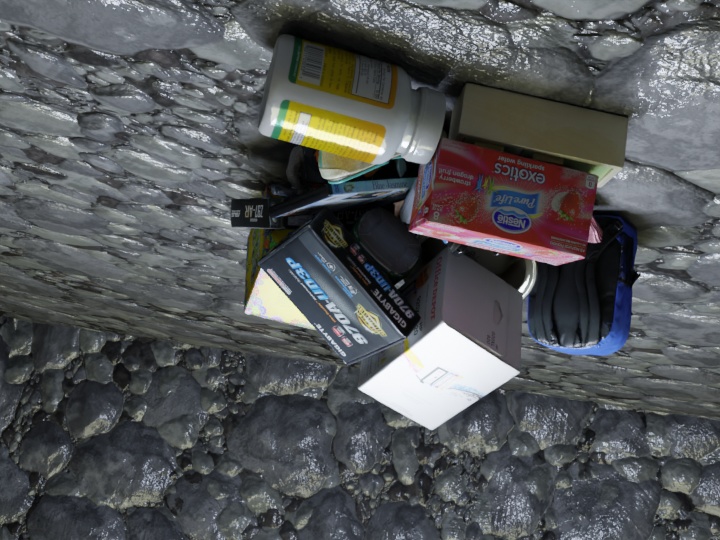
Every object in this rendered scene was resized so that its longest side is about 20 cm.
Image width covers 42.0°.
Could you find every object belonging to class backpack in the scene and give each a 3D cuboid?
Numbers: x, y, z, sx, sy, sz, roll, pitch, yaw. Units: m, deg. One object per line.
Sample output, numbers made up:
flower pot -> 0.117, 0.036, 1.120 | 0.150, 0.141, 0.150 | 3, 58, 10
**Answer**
backpack -> 0.353, 0.031, 1.452 | 0.160, 0.204, 0.167 | -1, 166, 37

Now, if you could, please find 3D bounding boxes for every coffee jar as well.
coffee jar -> 0.000, 0.000, 1.339 | 0.104, 0.085, 0.200 | 42, 145, 0

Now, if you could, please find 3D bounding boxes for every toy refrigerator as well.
toy refrigerator -> 0.206, -0.155, 1.106 | 0.196, 0.071, 0.076 | 12, 166, -5

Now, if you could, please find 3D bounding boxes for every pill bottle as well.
pill bottle -> -0.009, -0.185, 1.053 | 0.196, 0.115, 0.113 | 13, 166, -11

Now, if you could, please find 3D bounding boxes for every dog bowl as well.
dog bowl -> 0.158, -0.025, 1.358 | 0.196, 0.075, 0.202 | 6, 137, 5

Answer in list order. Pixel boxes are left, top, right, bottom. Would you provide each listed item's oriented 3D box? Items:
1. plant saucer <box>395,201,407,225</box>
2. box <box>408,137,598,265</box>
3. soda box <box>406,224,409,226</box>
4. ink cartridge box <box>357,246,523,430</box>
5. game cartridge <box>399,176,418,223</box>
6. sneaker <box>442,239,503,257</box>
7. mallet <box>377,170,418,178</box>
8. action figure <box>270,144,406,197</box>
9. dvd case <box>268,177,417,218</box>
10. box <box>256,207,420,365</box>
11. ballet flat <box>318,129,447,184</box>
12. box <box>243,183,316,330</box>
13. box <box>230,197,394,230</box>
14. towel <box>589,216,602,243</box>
plant saucer -> 0.103, -0.096, 1.478 | 0.196, 0.037, 0.201 | 9, 165, 2
box -> 0.166, -0.078, 1.098 | 0.196, 0.102, 0.095 | 13, 174, -10
soda box -> 0.090, -0.033, 1.525 | 0.067, 0.065, 0.199 | 19, 163, -29
ink cartridge box -> 0.114, 0.098, 1.332 | 0.143, 0.149, 0.200 | 31, 133, -20
game cartridge -> 0.153, -0.114, 1.219 | 0.196, 0.042, 0.133 | -16, 172, -11
sneaker -> 0.190, -0.065, 1.207 | 0.196, 0.084, 0.071 | -16, 169, -18
mallet -> 0.022, -0.132, 1.405 | 0.196, 0.042, 0.066 | 0, 164, 21
action figure -> -0.017, -0.154, 1.281 | 0.197, 0.107, 0.192 | -7, -175, -34
dvd case -> -0.006, -0.098, 1.248 | 0.197, 0.018, 0.142 | -9, 177, -39
box -> -0.031, 0.026, 1.282 | 0.201, 0.046, 0.158 | 49, 144, -9
ballet flat -> 0.031, -0.162, 1.154 | 0.198, 0.064, 0.067 | -24, -162, -35
box -> -0.079, -0.015, 1.535 | 0.196, 0.194, 0.123 | 14, 127, -16
box -> -0.072, -0.082, 1.394 | 0.197, 0.044, 0.159 | 1, -178, -36
towel -> 0.237, -0.070, 1.370 | 0.197, 0.023, 0.144 | -13, 138, 33
